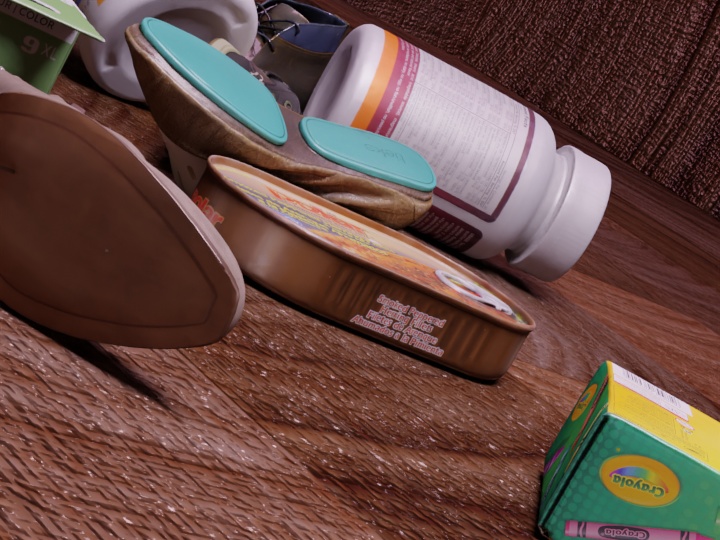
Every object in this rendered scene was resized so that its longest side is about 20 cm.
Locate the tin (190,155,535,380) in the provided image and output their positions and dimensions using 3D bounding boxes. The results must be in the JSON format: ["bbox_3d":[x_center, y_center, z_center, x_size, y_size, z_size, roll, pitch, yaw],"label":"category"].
[{"bbox_3d":[0.000,0.000,1.023,0.199,0.042,0.112,23,15,-34],"label":"tin"}]

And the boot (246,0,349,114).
[{"bbox_3d":[-0.086,-0.153,1.392,0.075,0.097,0.199,35,10,33],"label":"boot"}]

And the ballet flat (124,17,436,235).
[{"bbox_3d":[-0.052,-0.060,1.074,0.199,0.072,0.068,23,29,-33],"label":"ballet flat"}]

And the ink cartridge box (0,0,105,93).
[{"bbox_3d":[-0.206,-0.137,1.062,0.103,0.060,0.200,25,10,-25],"label":"ink cartridge box"}]

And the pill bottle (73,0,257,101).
[{"bbox_3d":[-0.142,-0.215,1.280,0.112,0.112,0.201,19,42,-49],"label":"pill bottle"}]

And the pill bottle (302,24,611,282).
[{"bbox_3d":[0.063,-0.076,1.393,0.199,0.110,0.110,27,9,-14],"label":"pill bottle"}]

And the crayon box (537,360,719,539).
[{"bbox_3d":[0.172,0.118,0.840,0.199,0.059,0.119,30,9,2],"label":"crayon box"}]

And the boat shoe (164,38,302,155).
[{"bbox_3d":[-0.065,-0.088,1.193,0.066,0.072,0.201,24,4,2],"label":"boat shoe"}]

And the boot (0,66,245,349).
[{"bbox_3d":[-0.110,-0.033,0.767,0.199,0.071,0.146,32,7,12],"label":"boot"}]
